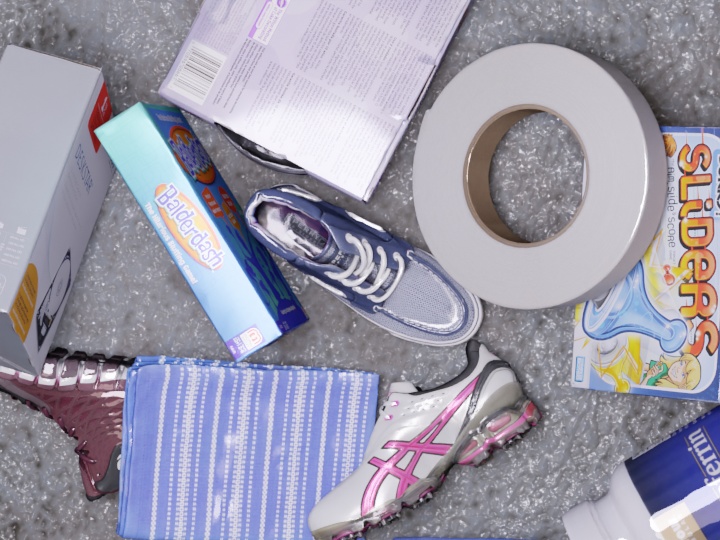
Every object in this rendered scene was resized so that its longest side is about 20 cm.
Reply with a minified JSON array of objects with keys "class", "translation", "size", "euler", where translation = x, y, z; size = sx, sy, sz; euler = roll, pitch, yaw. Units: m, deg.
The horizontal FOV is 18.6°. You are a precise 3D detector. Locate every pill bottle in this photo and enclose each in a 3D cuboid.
[{"class":"pill bottle","translation":[0.259,0.174,1.645],"size":[0.200,0.116,0.116],"euler":[-32,89,8]}]

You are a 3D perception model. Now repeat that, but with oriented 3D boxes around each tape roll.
[{"class":"tape roll","translation":[0.131,-0.070,1.645],"size":[0.203,0.037,0.203],"euler":[0,90,32]}]

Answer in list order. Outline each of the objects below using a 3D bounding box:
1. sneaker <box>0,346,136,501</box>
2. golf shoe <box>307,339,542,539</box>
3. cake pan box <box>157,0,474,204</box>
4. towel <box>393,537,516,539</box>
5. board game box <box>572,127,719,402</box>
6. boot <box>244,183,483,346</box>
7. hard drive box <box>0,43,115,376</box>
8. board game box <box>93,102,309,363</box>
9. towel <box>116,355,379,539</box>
[{"class":"sneaker","translation":[-0.231,0.122,1.722],"size":[0.200,0.076,0.116],"euler":[7,97,6]},{"class":"golf shoe","translation":[0.037,0.135,1.693],"size":[0.200,0.073,0.092],"euler":[-34,82,-5]},{"class":"cake pan box","translation":[-0.033,-0.171,1.683],"size":[0.184,0.052,0.200],"euler":[26,89,6]},{"class":"towel","translation":[0.091,0.306,1.696],"size":[0.145,0.024,0.200],"euler":[-4,94,24]},{"class":"board game box","translation":[0.226,-0.007,1.637],"size":[0.135,0.034,0.200],"euler":[3,91,42]},{"class":"boot","translation":[0.000,0.000,1.678],"size":[0.200,0.090,0.073],"euler":[28,96,5]},{"class":"hard drive box","translation":[-0.253,-0.043,1.640],"size":[0.077,0.156,0.200],"euler":[15,72,6]},{"class":"board game box","translation":[-0.117,-0.031,1.660],"size":[0.045,0.152,0.200],"euler":[-32,90,7]},{"class":"towel","translation":[-0.087,0.142,1.698],"size":[0.200,0.024,0.145],"euler":[4,97,-13]}]
